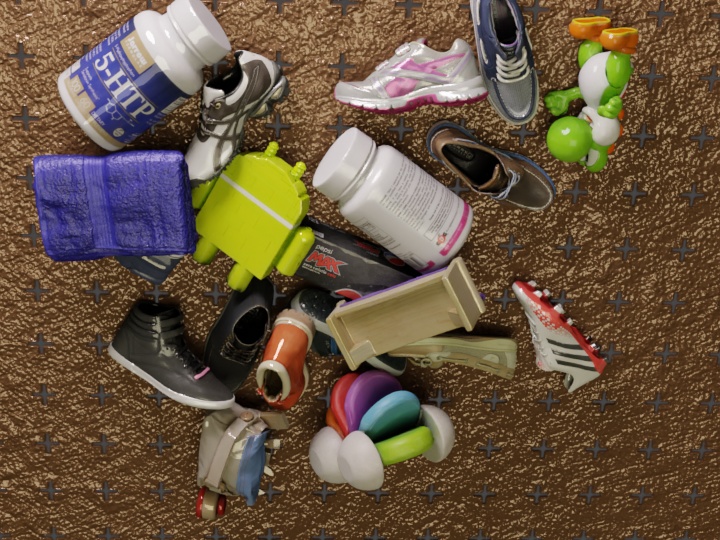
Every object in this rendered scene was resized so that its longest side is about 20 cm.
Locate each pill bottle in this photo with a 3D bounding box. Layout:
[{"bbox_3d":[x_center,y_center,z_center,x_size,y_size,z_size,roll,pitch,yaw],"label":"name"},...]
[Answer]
[{"bbox_3d":[0.042,-0.094,1.654,0.200,0.114,0.113,36,108,-18],"label":"pill bottle"},{"bbox_3d":[-0.266,-0.252,1.559,0.200,0.120,0.120,-35,112,12],"label":"pill bottle"}]

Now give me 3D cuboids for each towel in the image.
[{"bbox_3d":[-0.314,-0.078,1.592,0.199,0.050,0.149,-3,119,3],"label":"towel"}]

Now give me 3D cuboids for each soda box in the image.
[{"bbox_3d":[0.000,0.000,1.723,0.199,0.063,0.071,23,112,-13],"label":"soda box"}]

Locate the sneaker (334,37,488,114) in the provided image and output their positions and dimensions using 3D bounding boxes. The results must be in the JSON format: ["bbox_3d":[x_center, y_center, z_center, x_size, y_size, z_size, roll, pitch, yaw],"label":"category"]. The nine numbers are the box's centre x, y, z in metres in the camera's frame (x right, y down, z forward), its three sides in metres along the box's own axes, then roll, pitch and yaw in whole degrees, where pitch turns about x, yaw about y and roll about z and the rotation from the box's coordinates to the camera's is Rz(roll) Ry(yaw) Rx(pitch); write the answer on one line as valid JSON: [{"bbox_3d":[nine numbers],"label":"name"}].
[{"bbox_3d":[0.063,-0.251,1.607,0.199,0.081,0.089,-6,92,8],"label":"sneaker"}]

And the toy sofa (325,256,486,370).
[{"bbox_3d":[0.063,0.052,1.662,0.199,0.098,0.083,-21,105,28],"label":"toy sofa"}]

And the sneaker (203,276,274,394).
[{"bbox_3d":[-0.175,0.107,1.738,0.074,0.106,0.201,15,113,-10],"label":"sneaker"}]

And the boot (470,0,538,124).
[{"bbox_3d":[0.185,-0.269,1.586,0.072,0.090,0.201,-19,115,5],"label":"boot"}]

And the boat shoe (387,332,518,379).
[{"bbox_3d":[0.128,0.121,1.767,0.199,0.073,0.064,3,93,-21],"label":"boat shoe"}]

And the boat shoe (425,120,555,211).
[{"bbox_3d":[0.176,-0.126,1.669,0.199,0.072,0.072,24,112,-14],"label":"boat shoe"}]

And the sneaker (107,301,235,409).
[{"bbox_3d":[-0.253,0.113,1.730,0.199,0.071,0.100,28,112,12],"label":"sneaker"}]

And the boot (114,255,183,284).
[{"bbox_3d":[-0.329,-0.059,1.675,0.200,0.073,0.090,36,127,-6],"label":"boot"}]

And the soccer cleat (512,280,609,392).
[{"bbox_3d":[0.271,0.096,1.783,0.085,0.069,0.200,-42,115,10],"label":"soccer cleat"}]

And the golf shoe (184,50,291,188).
[{"bbox_3d":[-0.184,-0.199,1.603,0.094,0.078,0.200,32,101,-41],"label":"golf shoe"}]

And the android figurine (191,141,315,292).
[{"bbox_3d":[-0.144,-0.075,1.659,0.182,0.041,0.201,35,112,8],"label":"android figurine"}]

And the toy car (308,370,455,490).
[{"bbox_3d":[0.022,0.213,1.760,0.174,0.200,0.151,-17,96,-28],"label":"toy car"}]

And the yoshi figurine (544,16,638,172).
[{"bbox_3d":[0.294,-0.220,1.622,0.111,0.113,0.201,8,118,10],"label":"yoshi figurine"}]

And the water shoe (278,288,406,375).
[{"bbox_3d":[-0.024,0.092,1.774,0.200,0.072,0.079,34,138,-21],"label":"water shoe"}]

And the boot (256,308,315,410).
[{"bbox_3d":[-0.116,0.152,1.738,0.075,0.108,0.201,17,142,5],"label":"boot"}]

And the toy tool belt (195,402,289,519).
[{"bbox_3d":[-0.172,0.284,1.814,0.122,0.125,0.201,9,115,2],"label":"toy tool belt"}]
